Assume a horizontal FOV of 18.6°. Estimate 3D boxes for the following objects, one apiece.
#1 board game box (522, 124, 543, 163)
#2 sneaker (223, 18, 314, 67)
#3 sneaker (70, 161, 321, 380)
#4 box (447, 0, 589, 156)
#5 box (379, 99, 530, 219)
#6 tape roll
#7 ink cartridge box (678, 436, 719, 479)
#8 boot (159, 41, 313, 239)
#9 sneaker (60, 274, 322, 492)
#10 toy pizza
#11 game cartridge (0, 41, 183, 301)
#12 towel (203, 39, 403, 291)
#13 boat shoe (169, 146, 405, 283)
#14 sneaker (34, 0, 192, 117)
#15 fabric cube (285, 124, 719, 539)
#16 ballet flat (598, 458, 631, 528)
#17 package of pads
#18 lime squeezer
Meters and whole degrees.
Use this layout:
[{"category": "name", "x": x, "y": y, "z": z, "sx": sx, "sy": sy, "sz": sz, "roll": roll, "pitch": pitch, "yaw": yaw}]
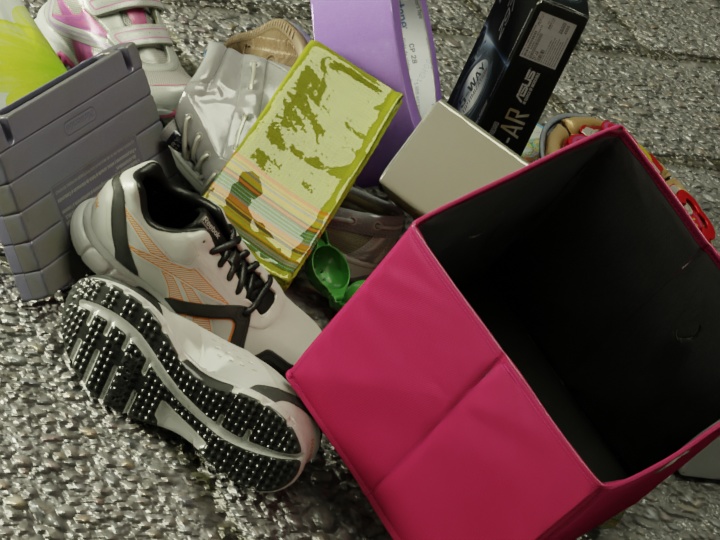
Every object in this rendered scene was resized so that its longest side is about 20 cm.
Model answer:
[{"category": "board game box", "x": 0.132, "y": -0.070, "z": 1.866, "sx": 0.134, "sy": 0.034, "sz": 0.200, "roll": 32, "pitch": 30, "yaw": 13}, {"category": "sneaker", "x": -0.040, "y": -0.153, "z": 1.776, "sx": 0.108, "sy": 0.070, "sz": 0.200, "roll": 17, "pitch": -1, "yaw": -22}, {"category": "sneaker", "x": -0.099, "y": 0.006, "z": 1.484, "sx": 0.200, "sy": 0.080, "sz": 0.074, "roll": 35, "pitch": 41, "yaw": -11}, {"category": "box", "x": 0.121, "y": -0.160, "z": 1.763, "sx": 0.043, "sy": 0.201, "sz": 0.160, "roll": 20, "pitch": 31, "yaw": -9}, {"category": "box", "x": 0.118, "y": -0.031, "z": 1.621, "sx": 0.200, "sy": 0.078, "sz": 0.095, "roll": 37, "pitch": -2, "yaw": 14}, {"category": "tape roll", "x": 0.015, "y": -0.169, "z": 1.743, "sx": 0.065, "sy": 0.201, "sz": 0.200, "roll": -9, "pitch": 28, "yaw": 12}, {"category": "ink cartridge box", "x": 0.265, "y": 0.073, "z": 1.699, "sx": 0.116, "sy": 0.068, "sz": 0.200, "roll": 10, "pitch": 33, "yaw": -28}, {"category": "boot", "x": -0.105, "y": -0.075, "z": 1.612, "sx": 0.095, "sy": 0.074, "sz": 0.201, "roll": 20, "pitch": 58, "yaw": -5}, {"category": "sneaker", "x": -0.110, "y": 0.072, "z": 1.443, "sx": 0.200, "sy": 0.074, "sz": 0.080, "roll": 37, "pitch": 20, "yaw": 11}, {"category": "toy pizza", "x": 0.234, "y": -0.061, "z": 1.872, "sx": 0.200, "sy": 0.032, "sz": 0.201, "roll": 29, "pitch": 36, "yaw": -24}, {"category": "game cartridge", "x": -0.198, "y": -0.071, "z": 1.545, "sx": 0.038, "sy": 0.130, "sz": 0.200, "roll": -5, "pitch": 19, "yaw": 27}, {"category": "towel", "x": -0.044, "y": -0.080, "z": 1.584, "sx": 0.086, "sy": 0.018, "sz": 0.200, "roll": 34, "pitch": 55, "yaw": -4}, {"category": "boat shoe", "x": -0.057, "y": -0.066, "z": 1.690, "sx": 0.202, "sy": 0.065, "sz": 0.074, "roll": 34, "pitch": 31, "yaw": 15}, {"category": "sneaker", "x": -0.192, "y": -0.186, "z": 1.744, "sx": 0.081, "sy": 0.089, "sz": 0.200, "roll": -9, "pitch": 37, "yaw": -44}, {"category": "fabric cube", "x": 0.110, "y": 0.065, "z": 1.384, "sx": 0.196, "sy": 0.199, "sz": 0.200, "roll": -25, "pitch": 74, "yaw": -38}, {"category": "ballet flat", "x": 0.196, "y": 0.120, "z": 1.575, "sx": 0.070, "sy": 0.071, "sz": 0.200, "roll": 31, "pitch": 38, "yaw": 11}, {"category": "package of pads", "x": -0.297, "y": -0.144, "z": 1.637, "sx": 0.154, "sy": 0.068, "sz": 0.200, "roll": -1, "pitch": 39, "yaw": -36}, {"category": "lime squeezer", "x": 0.000, "y": 0.000, "z": 1.604, "sx": 0.038, "sy": 0.071, "sz": 0.200, "roll": 13, "pitch": 29, "yaw": -52}]
